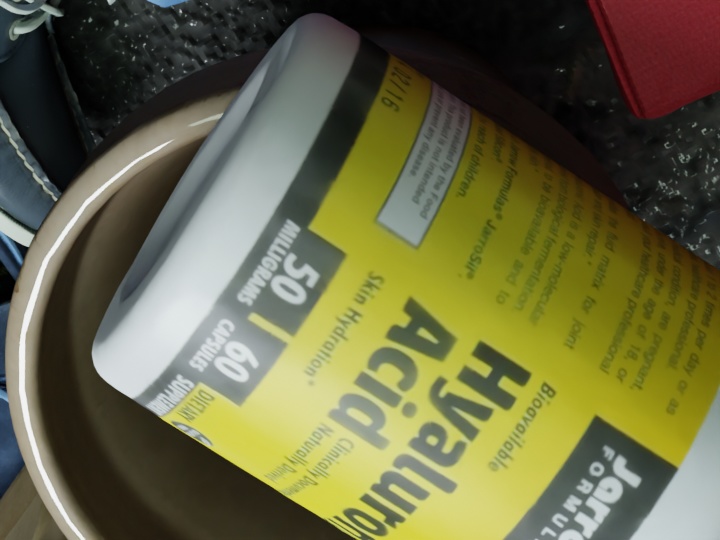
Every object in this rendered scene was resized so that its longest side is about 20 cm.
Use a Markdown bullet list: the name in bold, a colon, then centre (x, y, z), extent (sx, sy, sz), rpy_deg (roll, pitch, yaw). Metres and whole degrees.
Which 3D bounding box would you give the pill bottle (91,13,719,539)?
- **pill bottle**: centre (0.040, 0.030, 0.627), extent (0.199, 0.111, 0.112), rpy_deg (32, 116, -9)

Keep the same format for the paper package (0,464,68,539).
- **paper package**: centre (-0.056, 0.163, 0.875), extent (0.199, 0.104, 0.191), rpy_deg (24, 119, -25)

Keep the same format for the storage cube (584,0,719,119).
- **storage cube**: centre (0.108, -0.178, 0.658), extent (0.199, 0.171, 0.180), rpy_deg (-23, 116, 6)

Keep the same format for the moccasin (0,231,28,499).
- **moccasin**: centre (-0.148, 0.013, 0.859), extent (0.080, 0.068, 0.201), rpy_deg (-16, 113, 14)

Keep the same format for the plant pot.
- **plant pot**: centre (0.000, 0.000, 0.775), extent (0.199, 0.175, 0.201), rpy_deg (3, 117, 5)

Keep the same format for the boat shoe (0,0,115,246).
- **boat shoe**: centre (-0.131, -0.104, 0.798), extent (0.062, 0.075, 0.201), rpy_deg (-22, 99, 20)

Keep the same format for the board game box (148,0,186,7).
- **board game box**: centre (-0.024, -0.180, 0.766), extent (0.199, 0.039, 0.159), rpy_deg (-15, 115, 4)
